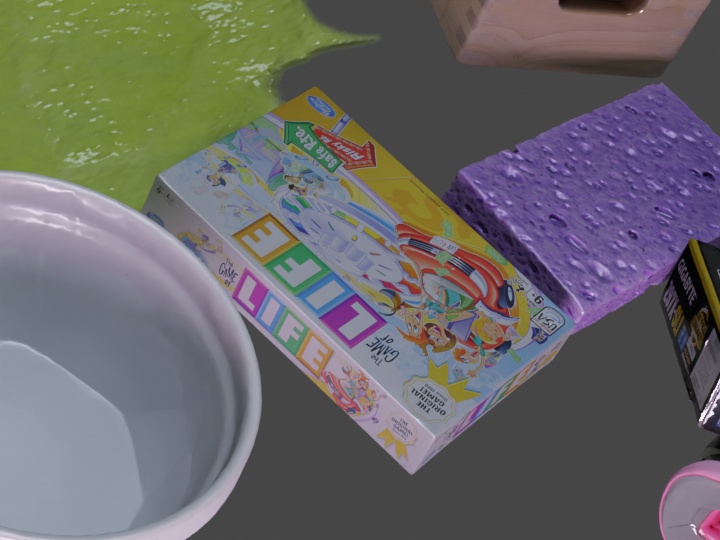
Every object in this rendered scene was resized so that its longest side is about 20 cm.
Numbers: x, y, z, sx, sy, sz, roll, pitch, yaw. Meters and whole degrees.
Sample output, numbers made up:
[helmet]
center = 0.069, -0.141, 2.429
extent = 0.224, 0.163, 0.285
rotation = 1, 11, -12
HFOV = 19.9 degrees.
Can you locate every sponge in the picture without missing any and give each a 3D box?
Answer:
[sponge]
center = 0.150, -0.041, 1.202
extent = 0.200, 0.030, 0.112
rotation = -25, 65, -41

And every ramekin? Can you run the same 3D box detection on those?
[ramekin]
center = -0.152, 0.065, 0.891
extent = 0.199, 0.105, 0.201
rotation = 14, 45, -15

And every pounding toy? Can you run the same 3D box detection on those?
[pounding toy]
center = 0.115, -0.219, 1.266
extent = 0.199, 0.142, 0.185
rotation = 1, 50, -27

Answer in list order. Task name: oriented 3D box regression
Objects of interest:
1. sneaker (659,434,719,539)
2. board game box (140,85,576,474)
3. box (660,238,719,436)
[sneaker]
center = 0.253, 0.147, 1.060
extent = 0.200, 0.079, 0.095
rotation = 35, 32, 4
[board game box]
center = 0.000, 0.000, 1.082
extent = 0.200, 0.034, 0.134
rotation = 43, 45, 13
[box]
center = 0.268, 0.065, 1.114
extent = 0.199, 0.050, 0.160
rotation = 22, 20, -8
